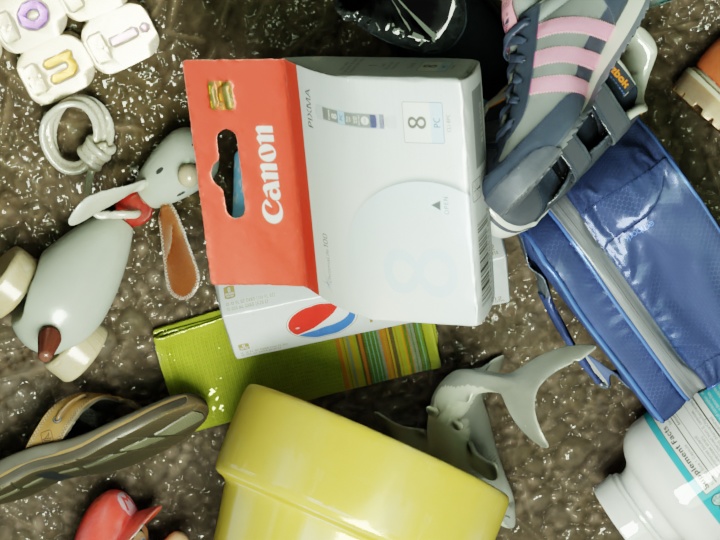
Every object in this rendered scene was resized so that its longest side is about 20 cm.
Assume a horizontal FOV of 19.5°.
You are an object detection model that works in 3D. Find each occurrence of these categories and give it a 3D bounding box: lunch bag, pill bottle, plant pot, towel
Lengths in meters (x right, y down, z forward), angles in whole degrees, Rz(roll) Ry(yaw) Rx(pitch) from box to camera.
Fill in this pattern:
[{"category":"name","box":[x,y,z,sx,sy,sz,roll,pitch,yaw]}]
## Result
[{"category":"lunch bag","box":[0.191,0.005,1.446,0.132,0.136,0.201,-35,110,6]},{"category":"pill bottle","box":[0.267,0.126,1.511,0.199,0.111,0.111,-38,109,8]},{"category":"plant pot","box":[-0.024,0.202,1.428,0.199,0.201,0.190,26,82,-14]},{"category":"towel","box":[-0.044,0.056,1.500,0.198,0.018,0.087,-15,109,-1]}]

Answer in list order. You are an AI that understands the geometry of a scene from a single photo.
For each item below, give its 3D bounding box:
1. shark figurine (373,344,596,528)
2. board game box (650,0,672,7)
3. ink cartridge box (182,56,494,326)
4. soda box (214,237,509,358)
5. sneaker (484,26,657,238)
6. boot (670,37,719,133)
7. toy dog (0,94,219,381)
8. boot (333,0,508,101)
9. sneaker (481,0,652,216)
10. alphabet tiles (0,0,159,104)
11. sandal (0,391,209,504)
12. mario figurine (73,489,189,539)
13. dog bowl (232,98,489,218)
[{"category":"shark figurine","box":[0.089,0.089,1.485,0.128,0.215,0.090,36,62,12]},{"category":"board game box","box":[0.162,-0.270,1.404,0.134,0.028,0.202,-20,110,0]},{"category":"ink cartridge box","box":[-0.018,-0.051,1.313,0.198,0.047,0.162,2,114,18]},{"category":"soda box","box":[0.000,0.000,1.443,0.198,0.064,0.068,-12,151,0]},{"category":"sneaker","box":[0.131,-0.102,1.366,0.079,0.200,0.079,49,135,-13]},{"category":"boot","box":[0.324,-0.103,1.460,0.200,0.075,0.107,39,96,-16]},{"category":"toy dog","box":[-0.176,-0.008,1.418,0.131,0.096,0.201,19,107,-19]},{"category":"boot","box":[0.043,-0.164,1.353,0.076,0.168,0.200,-38,109,9]},{"category":"sneaker","box":[0.109,-0.126,1.298,0.082,0.070,0.201,34,62,-7]},{"category":"alphabet tiles","box":[-0.217,-0.215,1.386,0.194,0.015,0.201,-25,110,5]},{"category":"sandal","box":[-0.206,0.118,1.484,0.198,0.082,0.055,-20,74,11]},{"category":"mario figurine","box":[-0.131,0.245,1.500,0.106,0.123,0.201,-29,91,-34]},{"category":"dog bowl","box":[0.006,-0.073,1.412,0.198,0.111,0.050,-11,84,1]}]
